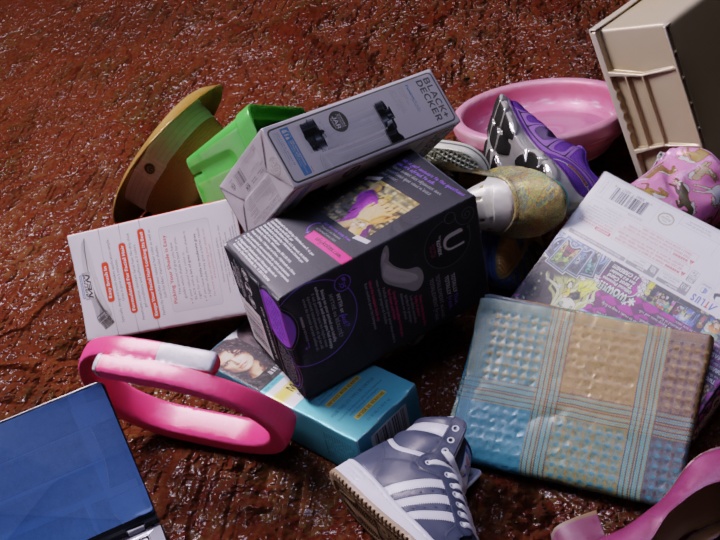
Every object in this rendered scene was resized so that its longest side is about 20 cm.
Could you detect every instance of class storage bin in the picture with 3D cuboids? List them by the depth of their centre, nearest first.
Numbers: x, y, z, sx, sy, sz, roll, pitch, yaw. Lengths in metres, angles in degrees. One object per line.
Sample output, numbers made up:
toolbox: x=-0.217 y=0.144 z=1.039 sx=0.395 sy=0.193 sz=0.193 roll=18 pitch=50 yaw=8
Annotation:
storage bin: x=0.364 y=-0.209 z=1.192 sx=0.200 sy=0.199 sz=0.094 roll=-38 pitch=26 yaw=-30

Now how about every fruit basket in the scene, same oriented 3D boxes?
fruit basket: x=-0.048 y=-0.104 z=1.178 sx=0.215 sy=0.156 sz=0.216 roll=-22 pitch=1 yaw=1

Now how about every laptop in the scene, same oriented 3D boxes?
laptop: x=-0.251 y=0.220 z=0.881 sx=0.187 sy=0.116 sz=0.200 roll=-23 pitch=38 yaw=-11

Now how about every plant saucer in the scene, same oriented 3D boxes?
plant saucer: x=0.205 y=-0.162 z=1.274 sx=0.200 sy=0.051 sz=0.201 roll=-8 pitch=26 yaw=4

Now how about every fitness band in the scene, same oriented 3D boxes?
fitness band: x=-0.151 y=0.111 z=0.971 sx=0.199 sy=0.144 sz=0.038 roll=9 pitch=60 yaw=22

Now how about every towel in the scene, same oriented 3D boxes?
towel: x=0.175 y=0.104 z=0.926 sx=0.199 sy=0.022 sz=0.147 roll=9 pitch=74 yaw=28

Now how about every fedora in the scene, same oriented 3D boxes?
fedora: x=-0.197 y=-0.114 z=1.289 sx=0.082 sy=0.201 sz=0.201 roll=37 pitch=50 yaw=2

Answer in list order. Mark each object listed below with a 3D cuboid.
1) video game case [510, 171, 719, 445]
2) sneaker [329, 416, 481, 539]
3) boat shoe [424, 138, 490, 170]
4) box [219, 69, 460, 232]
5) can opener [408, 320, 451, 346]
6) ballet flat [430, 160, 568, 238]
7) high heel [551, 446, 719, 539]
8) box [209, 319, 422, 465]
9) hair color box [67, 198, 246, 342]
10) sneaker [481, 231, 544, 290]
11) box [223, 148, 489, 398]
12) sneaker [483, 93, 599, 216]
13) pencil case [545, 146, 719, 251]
video game case: x=0.238 y=0.032 z=0.961 sx=0.200 sy=0.036 sz=0.181 roll=33 pitch=82 yaw=34
sneaker: x=0.070 y=0.184 z=0.870 sx=0.108 sy=0.070 sz=0.200 roll=-31 pitch=37 yaw=-19
boat shoe: x=0.074 y=-0.108 z=1.205 sx=0.062 sy=0.075 sz=0.200 roll=-34 pitch=15 yaw=-28
box: x=-0.018 y=-0.108 z=1.042 sx=0.200 sy=0.117 sz=0.060 roll=-26 pitch=81 yaw=-35
can opener: x=0.008 y=0.016 z=1.138 sx=0.067 sy=0.054 sz=0.200 roll=-1 pitch=21 yaw=-44
ballet flat: x=0.105 y=-0.065 z=1.061 sx=0.071 sy=0.071 sz=0.200 roll=-34 pitch=28 yaw=-26
high heel: x=0.238 y=0.192 z=0.808 sx=0.200 sy=0.068 sz=0.096 roll=-26 pitch=26 yaw=7
box: x=-0.046 y=0.108 z=1.021 sx=0.200 sy=0.049 sz=0.082 roll=21 pitch=48 yaw=37
hair color box: x=-0.183 y=-0.001 z=1.110 sx=0.199 sy=0.111 sz=0.064 roll=-10 pitch=2 yaw=24
sneaker: x=0.140 y=-0.040 z=1.149 sx=0.088 sy=0.075 sz=0.200 roll=-6 pitch=28 yaw=23
box: x=0.000 y=0.000 z=1.001 sx=0.200 sy=0.123 sz=0.106 roll=-27 pitch=41 yaw=-18
sneaker: x=0.179 y=-0.107 z=1.118 sx=0.083 sy=0.081 sz=0.200 roll=0 pitch=35 yaw=-18
pencil case: x=0.270 y=-0.042 z=1.093 sx=0.200 sy=0.083 sz=0.086 roll=-35 pitch=42 yaw=-25
